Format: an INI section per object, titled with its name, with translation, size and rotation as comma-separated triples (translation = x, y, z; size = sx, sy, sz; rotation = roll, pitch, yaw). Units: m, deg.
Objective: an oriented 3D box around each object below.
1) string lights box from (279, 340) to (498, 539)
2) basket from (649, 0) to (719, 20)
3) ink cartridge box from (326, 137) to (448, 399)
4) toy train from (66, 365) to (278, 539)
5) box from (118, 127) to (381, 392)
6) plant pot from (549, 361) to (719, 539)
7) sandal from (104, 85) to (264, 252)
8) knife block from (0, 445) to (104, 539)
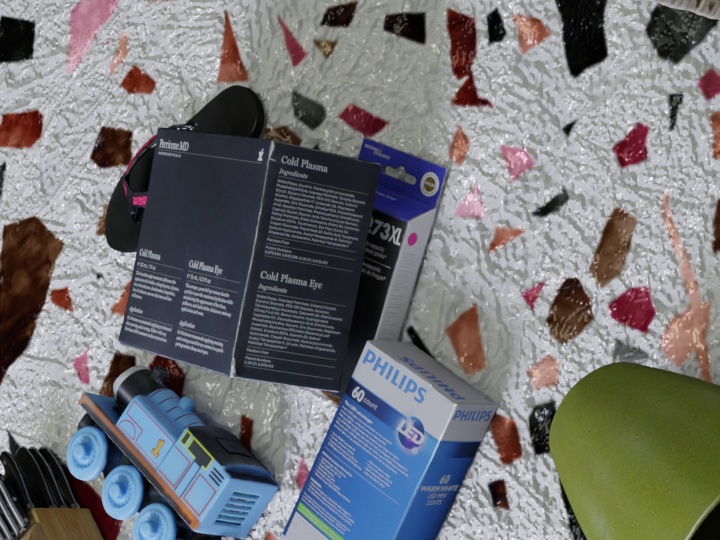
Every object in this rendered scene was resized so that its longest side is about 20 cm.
[string lights box]
translation = 0.016, 0.166, 1.713
size = 0.103, 0.059, 0.201
rotation = 35, 108, 36
[basket]
translation = 0.197, -0.302, 1.541
size = 0.200, 0.160, 0.199
rotation = 35, 108, 37
[ink cartridge box]
translation = 0.000, 0.000, 1.759
size = 0.094, 0.037, 0.201
rotation = 23, 99, 39
[toy train]
translation = -0.162, 0.163, 1.849
size = 0.200, 0.087, 0.114
rotation = 43, 103, 36
[box]
translation = -0.090, -0.012, 1.750
size = 0.200, 0.104, 0.183
rotation = 12, 93, 58
[plant pot]
translation = 0.220, 0.149, 1.489
size = 0.200, 0.186, 0.188
rotation = 42, 113, 50
[sandal]
translation = -0.163, -0.091, 1.893
size = 0.200, 0.045, 0.075
rotation = -41, 62, 29
[knife block]
translation = -0.259, 0.252, 1.942
size = 0.200, 0.176, 0.064
rotation = 38, 119, -13
